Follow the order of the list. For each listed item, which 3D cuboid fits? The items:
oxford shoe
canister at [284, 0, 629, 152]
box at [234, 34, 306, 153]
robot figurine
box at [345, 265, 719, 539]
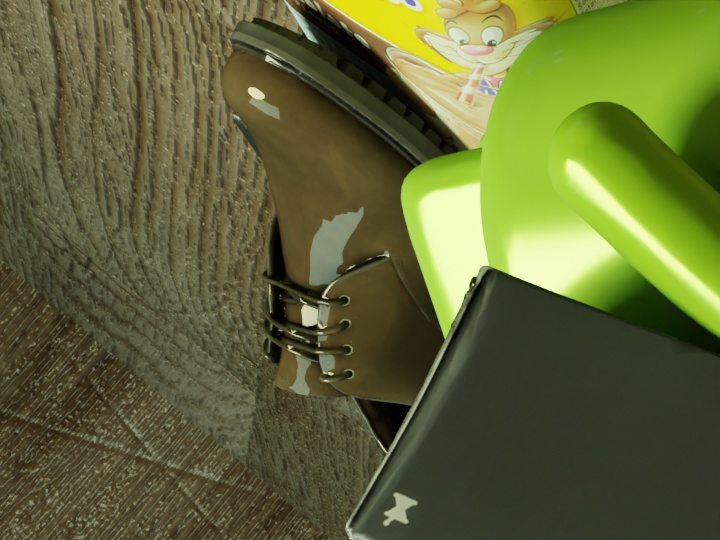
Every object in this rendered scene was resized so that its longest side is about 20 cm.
[{"bbox_3d":[0.000,0.000,0.890,0.072,0.084,0.200,27,157,44],"label":"oxford shoe"},{"bbox_3d":[0.018,-0.112,0.816,0.148,0.087,0.200,34,169,30],"label":"canister"},{"bbox_3d":[0.056,-0.006,1.082,0.141,0.079,0.200,34,167,38],"label":"box"},{"bbox_3d":[0.110,-0.019,0.674,0.199,0.175,0.117,-12,99,36],"label":"robot figurine"},{"bbox_3d":[0.107,0.093,0.630,0.199,0.079,0.141,21,159,18],"label":"box"}]
